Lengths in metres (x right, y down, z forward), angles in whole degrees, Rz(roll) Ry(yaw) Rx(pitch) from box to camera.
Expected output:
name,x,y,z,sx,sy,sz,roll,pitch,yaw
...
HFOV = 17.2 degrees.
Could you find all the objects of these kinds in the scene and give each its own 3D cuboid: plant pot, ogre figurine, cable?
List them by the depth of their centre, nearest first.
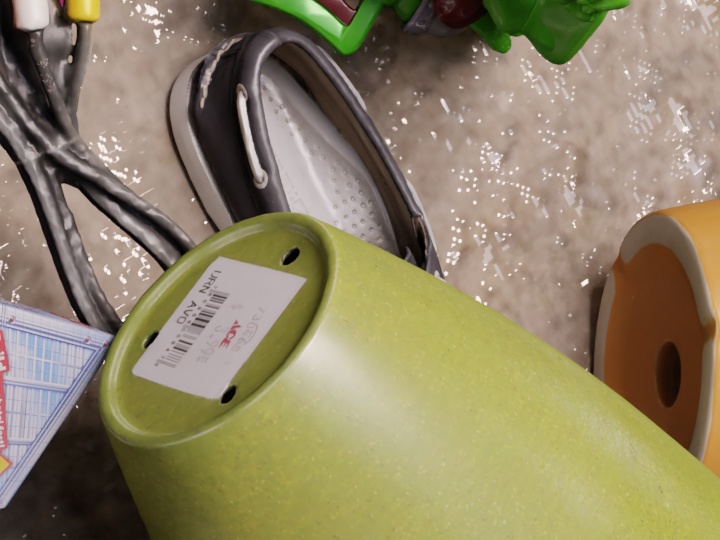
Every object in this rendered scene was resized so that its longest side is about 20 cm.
name,x,y,z,sx,sy,sz,roll,pitch,yaw
cable,-0.106,-0.056,0.779,0.097,0.050,0.201,-19,96,-22
plant pot,0.009,0.080,0.788,0.200,0.187,0.187,48,59,-33
ogre figurine,0.028,-0.121,0.881,0.119,0.200,0.098,19,111,-9
plant pot,0.199,0.042,0.954,0.182,0.200,0.201,2,79,-15

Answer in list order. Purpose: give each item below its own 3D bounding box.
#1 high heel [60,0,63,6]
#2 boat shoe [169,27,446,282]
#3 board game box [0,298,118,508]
name,x,y,z,sx,sy,sz,roll,pitch,yaw
high heel,-0.146,-0.055,0.815,0.200,0.067,0.096,-29,92,-30
boat shoe,0.000,0.000,0.901,0.074,0.060,0.201,-30,96,-32
board game box,-0.180,0.066,0.746,0.199,0.062,0.201,2,96,-31
